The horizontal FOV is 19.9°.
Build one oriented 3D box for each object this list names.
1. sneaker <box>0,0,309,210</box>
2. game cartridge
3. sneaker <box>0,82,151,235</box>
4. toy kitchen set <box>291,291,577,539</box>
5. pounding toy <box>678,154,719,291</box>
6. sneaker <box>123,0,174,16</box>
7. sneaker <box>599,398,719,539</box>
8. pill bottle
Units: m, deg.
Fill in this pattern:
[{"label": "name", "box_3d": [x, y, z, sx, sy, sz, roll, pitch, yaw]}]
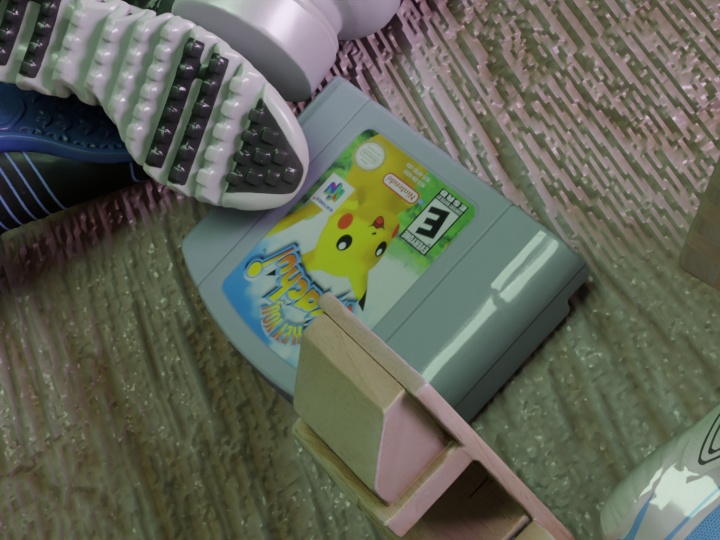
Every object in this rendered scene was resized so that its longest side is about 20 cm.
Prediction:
[{"label": "sneaker", "box_3d": [-0.097, -0.092, 1.001, 0.199, 0.081, 0.076, 33, 102, 25]}, {"label": "game cartridge", "box_3d": [0.000, 0.000, 0.940, 0.134, 0.040, 0.200, -50, 44, -1]}, {"label": "sneaker", "box_3d": [-0.183, -0.054, 1.055, 0.198, 0.078, 0.071, -4, 49, -19]}, {"label": "toy kitchen set", "box_3d": [-0.010, 0.134, 0.745, 0.180, 0.163, 0.200, -45, 41, -3]}, {"label": "pounding toy", "box_3d": [0.226, -0.011, 0.693, 0.199, 0.143, 0.184, 31, 55, 13]}, {"label": "sneaker", "box_3d": [-0.099, -0.168, 1.119, 0.104, 0.060, 0.201, 26, 79, 40]}, {"label": "sneaker", "box_3d": [0.172, 0.047, 0.767, 0.072, 0.072, 0.200, 42, 75, 5]}, {"label": "pill bottle", "box_3d": [-0.011, -0.189, 1.033, 0.112, 0.112, 0.201, 15, 68, 42]}]
